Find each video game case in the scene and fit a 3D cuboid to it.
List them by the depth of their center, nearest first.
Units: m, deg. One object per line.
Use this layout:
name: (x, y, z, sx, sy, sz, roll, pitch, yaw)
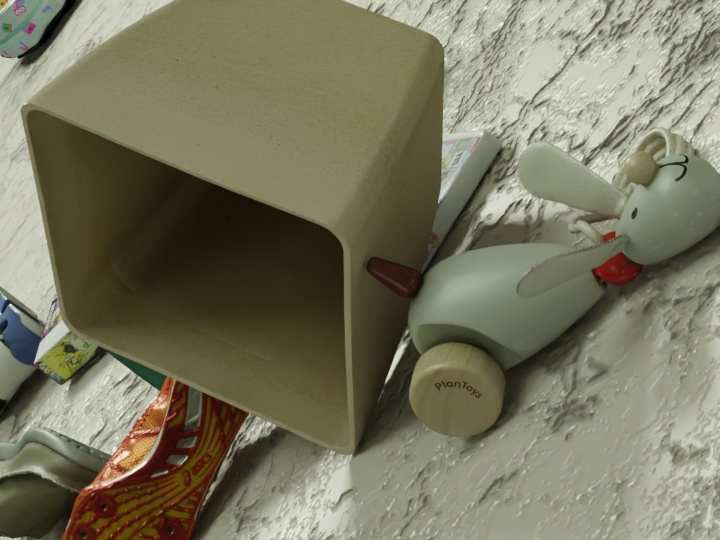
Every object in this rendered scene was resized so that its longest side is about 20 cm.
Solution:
video game case: (0.000, 0.000, 1.351, 0.201, 0.018, 0.143, -58, 22, -15)
video game case: (-0.182, -0.025, 1.741, 0.181, 0.036, 0.201, -40, 24, 27)

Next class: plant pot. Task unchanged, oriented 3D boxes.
plant pot: (-0.049, -0.051, 1.220, 0.177, 0.199, 0.200, -55, -22, -33)

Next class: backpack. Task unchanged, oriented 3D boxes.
backpack: (-0.410, -0.358, 2.624, 0.166, 0.126, 0.201, -12, 48, 55)

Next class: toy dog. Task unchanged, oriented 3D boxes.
toy dog: (0.081, -0.010, 1.089, 0.200, 0.096, 0.132, -46, 22, 15)

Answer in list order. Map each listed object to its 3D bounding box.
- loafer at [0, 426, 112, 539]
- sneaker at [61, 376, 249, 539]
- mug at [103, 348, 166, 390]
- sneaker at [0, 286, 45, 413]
loafer: (-0.222, 0.157, 1.503, 0.200, 0.075, 0.070, -20, 48, 62)
sneaker: (-0.116, 0.117, 1.342, 0.200, 0.073, 0.077, -53, 4, 9)
mug: (-0.126, -0.016, 1.503, 0.152, 0.114, 0.186, -34, 28, 39)
sneaker: (-0.327, 0.070, 1.828, 0.115, 0.080, 0.199, -51, 22, -5)
